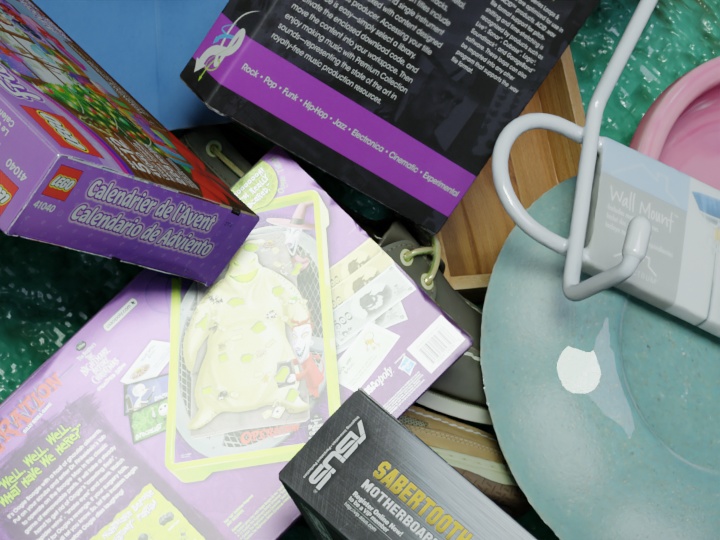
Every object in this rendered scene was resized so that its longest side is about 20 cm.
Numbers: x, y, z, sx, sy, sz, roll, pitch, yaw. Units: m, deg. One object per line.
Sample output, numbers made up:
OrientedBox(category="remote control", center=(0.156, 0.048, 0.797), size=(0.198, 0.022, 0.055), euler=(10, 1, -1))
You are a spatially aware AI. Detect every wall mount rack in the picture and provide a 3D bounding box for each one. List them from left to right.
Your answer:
OrientedBox(category="wall mount rack", center=(0.161, -0.047, 0.936), size=(0.199, 0.075, 0.175), euler=(24, 61, -22))

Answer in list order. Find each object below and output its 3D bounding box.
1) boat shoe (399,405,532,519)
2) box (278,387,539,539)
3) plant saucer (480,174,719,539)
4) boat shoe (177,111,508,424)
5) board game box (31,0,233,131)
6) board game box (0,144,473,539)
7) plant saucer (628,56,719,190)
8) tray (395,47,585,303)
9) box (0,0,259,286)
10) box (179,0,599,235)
OrientedBox(category="boat shoe", center=(-0.015, 0.064, 0.948), size=(0.199, 0.072, 0.076), euler=(13, 58, -20))
OrientedBox(category="box", center=(0.056, 0.143, 0.848), size=(0.158, 0.200, 0.048), euler=(38, 78, 24))
OrientedBox(category="plant saucer", center=(0.147, 0.044, 0.967), size=(0.200, 0.039, 0.202), euler=(9, 72, -29))
OrientedBox(category="boat shoe", center=(0.000, 0.001, 0.953), size=(0.201, 0.072, 0.060), euler=(29, 109, -5))
OrientedBox(category="board game box", center=(-0.085, -0.135, 0.958), size=(0.199, 0.039, 0.159), euler=(-7, 81, 15))
OrientedBox(category="board game box", center=(-0.064, 0.058, 0.882), size=(0.200, 0.032, 0.120), euler=(-43, 88, -12))
OrientedBox(category="plant saucer", center=(0.204, -0.007, 1.069), size=(0.200, 0.051, 0.202), euler=(9, 72, -27))
OrientedBox(category="tray", center=(0.055, -0.086, 1.043), size=(0.098, 0.037, 0.201), euler=(-5, 77, -26))
OrientedBox(category="box", center=(-0.146, -0.076, 0.854), size=(0.200, 0.039, 0.137), euler=(43, 13, 27))
OrientedBox(category="box", center=(0.035, -0.128, 0.892), size=(0.143, 0.036, 0.200), euler=(28, 102, -40))
